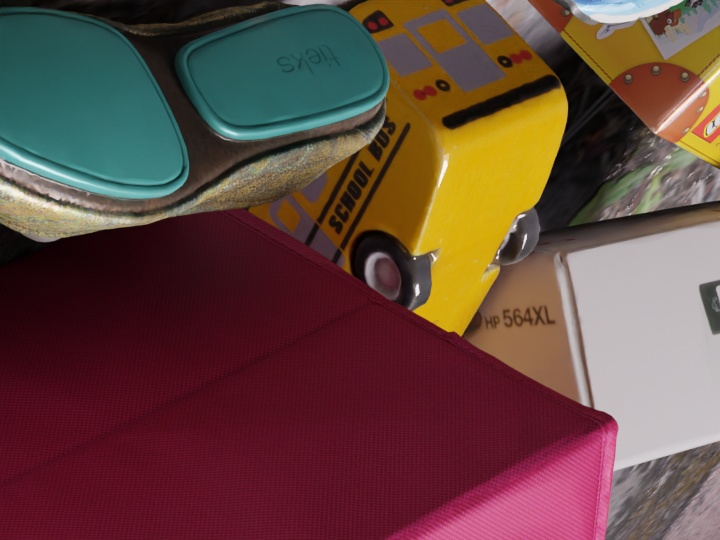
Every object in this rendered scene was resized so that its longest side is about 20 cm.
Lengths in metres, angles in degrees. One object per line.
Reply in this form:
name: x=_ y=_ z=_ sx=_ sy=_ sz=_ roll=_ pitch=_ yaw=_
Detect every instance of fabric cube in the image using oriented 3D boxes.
fabric cube: x=-0.063 y=0.121 z=0.889 sx=0.199 sy=0.200 sz=0.196 roll=-25 pitch=130 yaw=-38

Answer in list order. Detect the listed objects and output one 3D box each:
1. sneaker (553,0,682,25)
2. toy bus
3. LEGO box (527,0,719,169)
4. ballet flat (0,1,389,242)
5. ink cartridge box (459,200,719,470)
sneaker: x=0.116 y=-0.159 z=0.886 sx=0.200 sy=0.078 sz=0.090 roll=-45 pitch=174 yaw=-16
toy bus: x=0.000 y=0.000 z=1.006 sx=0.065 sy=0.078 sz=0.200 roll=-25 pitch=154 yaw=-41
LEGO box: x=0.172 y=-0.133 z=1.047 sx=0.200 sy=0.077 sz=0.149 roll=-46 pitch=160 yaw=11
ballet flat: x=-0.069 y=-0.038 z=0.833 sx=0.200 sy=0.071 sz=0.071 roll=-13 pitch=145 yaw=-53
ink cartridge box: x=0.108 y=0.021 z=1.101 sx=0.200 sy=0.084 sz=0.146 roll=-12 pitch=-177 yaw=-36
